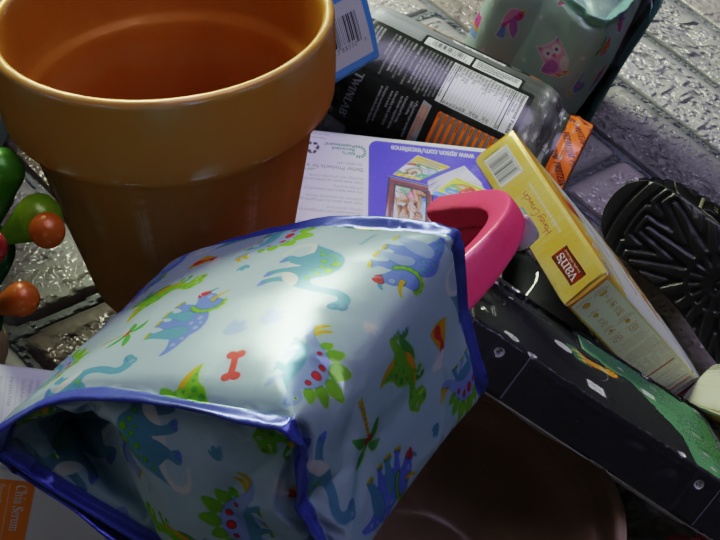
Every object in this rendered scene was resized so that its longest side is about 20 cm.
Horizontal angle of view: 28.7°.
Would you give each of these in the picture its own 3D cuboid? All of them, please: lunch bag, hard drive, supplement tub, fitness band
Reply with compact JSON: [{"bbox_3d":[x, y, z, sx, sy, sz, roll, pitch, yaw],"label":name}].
[{"bbox_3d":[0.172,-0.204,1.210,0.122,0.171,0.200,35,38,11],"label":"lunch bag"},{"bbox_3d":[0.137,0.075,0.844,0.199,0.038,0.140,32,14,-7],"label":"hard drive"},{"bbox_3d":[0.073,-0.114,1.104,0.199,0.123,0.123,27,40,6],"label":"supplement tub"},{"bbox_3d":[-0.062,0.057,0.702,0.199,0.128,0.170,8,34,29],"label":"lunch bag"},{"bbox_3d":[0.028,0.008,0.847,0.143,0.200,0.038,-40,102,-16],"label":"fitness band"}]

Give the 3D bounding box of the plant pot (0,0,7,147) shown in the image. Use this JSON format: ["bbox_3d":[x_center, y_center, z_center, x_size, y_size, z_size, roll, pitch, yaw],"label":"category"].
[{"bbox_3d":[-0.323,-0.129,0.904,0.195,0.196,0.201,11,46,-12],"label":"plant pot"}]

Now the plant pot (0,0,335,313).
[{"bbox_3d":[-0.112,-0.073,0.852,0.198,0.184,0.201,-1,37,1],"label":"plant pot"}]

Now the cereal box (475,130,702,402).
[{"bbox_3d":[0.164,0.004,0.989,0.200,0.039,0.144,39,18,-50],"label":"cereal box"}]

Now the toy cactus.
[{"bbox_3d":[-0.226,0.010,0.800,0.102,0.166,0.200,6,19,-25],"label":"toy cactus"}]

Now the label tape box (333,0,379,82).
[{"bbox_3d":[-0.107,-0.164,1.043,0.199,0.067,0.143,13,38,43],"label":"label tape box"}]

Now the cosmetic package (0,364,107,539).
[{"bbox_3d":[-0.143,0.117,0.770,0.198,0.102,0.072,8,43,-14],"label":"cosmetic package"}]

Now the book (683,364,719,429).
[{"bbox_3d":[0.279,0.117,0.894,0.133,0.048,0.200,42,-1,6],"label":"book"}]

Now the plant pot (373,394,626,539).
[{"bbox_3d":[0.046,0.151,0.820,0.199,0.093,0.202,12,42,-11],"label":"plant pot"}]

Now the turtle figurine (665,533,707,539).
[{"bbox_3d":[0.237,0.226,0.821,0.150,0.100,0.201,53,33,-27],"label":"turtle figurine"}]

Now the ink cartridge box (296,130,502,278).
[{"bbox_3d":[0.000,0.000,0.974,0.196,0.043,0.201,6,63,-9],"label":"ink cartridge box"}]

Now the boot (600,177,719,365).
[{"bbox_3d":[0.272,0.006,1.067,0.211,0.079,0.158,49,12,9],"label":"boot"}]

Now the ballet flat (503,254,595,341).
[{"bbox_3d":[0.134,0.066,0.974,0.073,0.073,0.201,-9,51,-31],"label":"ballet flat"}]
